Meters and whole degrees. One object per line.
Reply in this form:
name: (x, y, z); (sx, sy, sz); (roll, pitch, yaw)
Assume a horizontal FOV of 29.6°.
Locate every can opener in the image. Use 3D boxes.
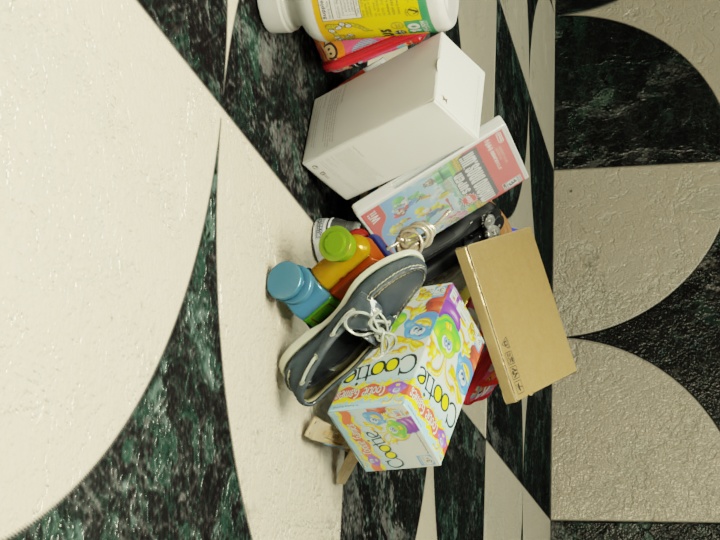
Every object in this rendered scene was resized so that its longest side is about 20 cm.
can opener: (0.110, -0.030, 1.732); (0.200, 0.079, 0.063); (-41, 122, -32)

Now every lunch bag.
lunch bag: (0.036, -0.300, 1.582); (0.200, 0.176, 0.082); (-64, 131, -72)
lunch bag: (0.159, 0.110, 1.840); (0.176, 0.082, 0.200); (-60, 166, 6)

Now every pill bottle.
pill bottle: (-0.004, -0.299, 1.431); (0.113, 0.200, 0.113); (-3, 90, -75)

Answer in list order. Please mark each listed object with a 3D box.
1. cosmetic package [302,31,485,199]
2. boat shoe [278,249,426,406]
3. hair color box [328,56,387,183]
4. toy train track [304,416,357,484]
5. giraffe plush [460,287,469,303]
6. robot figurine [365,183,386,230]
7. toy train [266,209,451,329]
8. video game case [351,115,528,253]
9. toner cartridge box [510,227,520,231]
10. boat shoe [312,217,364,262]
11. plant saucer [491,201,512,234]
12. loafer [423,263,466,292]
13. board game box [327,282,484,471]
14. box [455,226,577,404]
cosmetic package: (0.037, -0.173, 1.548); (0.085, 0.200, 0.108); (38, 47, -35)
boat shoe: (-0.002, 0.061, 1.428); (0.075, 0.200, 0.062); (45, 7, -44)
hair color box: (0.049, -0.163, 1.714); (0.200, 0.061, 0.102); (57, 23, -5)
toy train track: (-0.023, 0.192, 1.611); (0.115, 0.032, 0.200); (-61, 155, 0)
giraffe plush: (0.189, 0.045, 2.180); (0.173, 0.162, 0.200); (64, 27, -57)
robot figurine: (0.073, -0.108, 1.815); (0.058, 0.145, 0.200); (88, 14, -77)
toy train: (-0.003, -0.020, 1.451); (0.085, 0.200, 0.116); (54, 10, 27)
video game case: (0.098, -0.094, 1.616); (0.017, 0.200, 0.143); (61, 5, 28)
toner cartridge box: (0.141, -0.034, 1.938); (0.095, 0.200, 0.043); (-86, -165, -46)
boat shoe: (0.000, -0.003, 1.662); (0.199, 0.068, 0.074); (68, 25, -52)
plant saucer: (0.124, -0.066, 1.904); (0.201, 0.200, 0.032); (-76, -171, -46)
loafer: (0.100, 0.049, 1.828); (0.200, 0.070, 0.070); (-45, -169, 50)
board game box: (0.058, 0.123, 1.589); (0.105, 0.103, 0.200); (59, 37, -31)
box: (0.199, 0.052, 1.712); (0.163, 0.021, 0.200); (-16, 88, -53)
